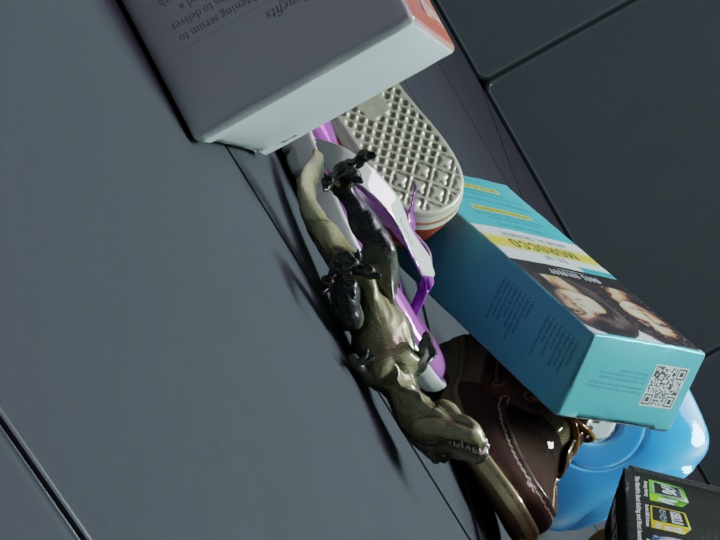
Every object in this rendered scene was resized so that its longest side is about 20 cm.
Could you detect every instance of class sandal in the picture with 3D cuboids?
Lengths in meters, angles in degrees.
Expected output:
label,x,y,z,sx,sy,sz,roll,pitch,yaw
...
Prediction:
label,x,y,z,sx,sy,sz,roll,pitch,yaw
sandal,0.003,-0.036,1.246,0.203,0.050,0.082,63,8,9

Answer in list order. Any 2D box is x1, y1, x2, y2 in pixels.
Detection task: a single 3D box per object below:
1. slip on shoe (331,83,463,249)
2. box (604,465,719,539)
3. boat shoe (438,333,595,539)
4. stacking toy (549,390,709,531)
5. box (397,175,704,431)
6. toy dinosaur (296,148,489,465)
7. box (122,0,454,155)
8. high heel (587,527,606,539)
label,x,y,z,sx,sy,sz,roll,pitch,yaw
slip on shoe,-0.013,-0.095,1.348,0.200,0.074,0.061,58,-29,20
box,0.211,0.178,1.158,0.200,0.193,0.048,-78,-179,-64
boat shoe,0.087,0.076,1.322,0.072,0.072,0.200,59,8,-18
stacking toy,0.131,0.102,1.506,0.110,0.116,0.200,63,-6,8
box,0.091,0.012,1.334,0.082,0.049,0.200,11,22,-37
toy dinosaur,0.000,0.000,1.124,0.088,0.047,0.200,76,-9,-56
box,-0.057,-0.164,1.093,0.200,0.106,0.152,62,7,3
high heel,0.182,0.216,1.245,0.200,0.067,0.096,51,11,35
